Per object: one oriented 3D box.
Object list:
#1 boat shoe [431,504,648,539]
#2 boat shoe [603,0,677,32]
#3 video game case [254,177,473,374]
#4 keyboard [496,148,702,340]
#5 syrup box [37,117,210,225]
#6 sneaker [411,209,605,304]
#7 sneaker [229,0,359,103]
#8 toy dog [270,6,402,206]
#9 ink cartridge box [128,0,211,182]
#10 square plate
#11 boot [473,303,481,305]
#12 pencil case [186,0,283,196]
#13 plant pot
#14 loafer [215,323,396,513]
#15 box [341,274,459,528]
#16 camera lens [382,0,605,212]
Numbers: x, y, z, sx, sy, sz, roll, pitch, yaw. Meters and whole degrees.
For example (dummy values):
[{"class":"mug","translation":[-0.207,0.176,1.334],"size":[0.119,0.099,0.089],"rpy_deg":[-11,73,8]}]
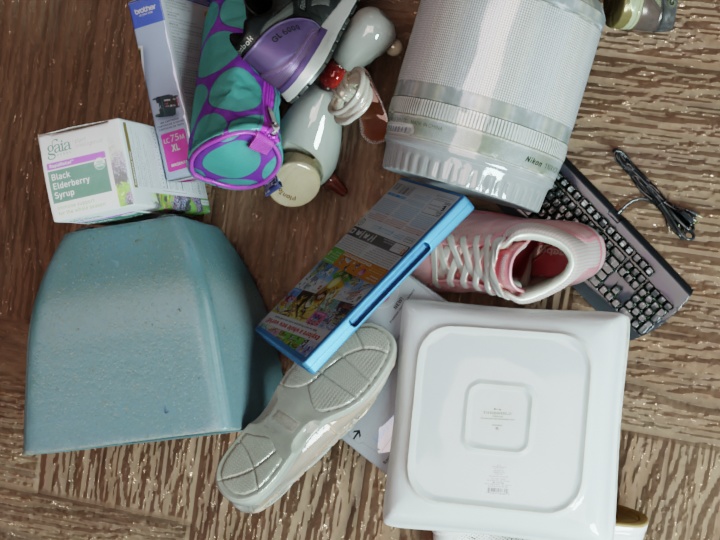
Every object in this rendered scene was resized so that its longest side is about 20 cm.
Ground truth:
[{"class":"boat shoe","translation":[0.163,0.248,1.320],"size":[0.199,0.071,0.070],"rpy_deg":[-4,93,21]},{"class":"boat shoe","translation":[0.259,-0.305,1.283],"size":[0.066,0.072,0.202],"rpy_deg":[12,81,-16]},{"class":"video game case","translation":[0.000,0.000,1.291],"size":[0.200,0.143,0.018],"rpy_deg":[-46,112,-8]},{"class":"keyboard","translation":[0.224,-0.043,1.319],"size":[0.127,0.021,0.200],"rpy_deg":[-45,82,11]},{"class":"syrup box","translation":[-0.212,-0.086,1.331],"size":[0.078,0.200,0.082],"rpy_deg":[-12,89,13]},{"class":"sneaker","translation":[0.111,-0.013,1.298],"size":[0.199,0.105,0.076],"rpy_deg":[0,99,21]},{"class":"sneaker","translation":[-0.054,-0.241,1.292],"size":[0.087,0.200,0.076],"rpy_deg":[36,130,-14]},{"class":"toy dog","translation":[-0.016,-0.136,1.334],"size":[0.200,0.096,0.132],"rpy_deg":[-39,40,40]},{"class":"ink cartridge box","translation":[-0.162,-0.182,1.358],"size":[0.042,0.119,0.201],"rpy_deg":[-11,89,19]},{"class":"square plate","translation":[0.121,0.126,1.234],"size":[0.199,0.028,0.199],"rpy_deg":[3,80,16]},{"class":"boot","translation":[0.135,0.136,1.320],"size":[0.130,0.068,0.201],"rpy_deg":[17,93,15]},{"class":"pencil case","translation":[-0.104,-0.166,1.313],"size":[0.092,0.085,0.201],"rpy_deg":[-21,48,26]},{"class":"plant pot","translation":[-0.189,0.057,1.342],"size":[0.196,0.196,0.201],"rpy_deg":[-8,83,14]},{"class":"loafer","translation":[-0.044,0.129,1.265],"size":[0.072,0.063,0.200],"rpy_deg":[39,76,26]},{"class":"box","translation":[0.056,0.107,1.291],"size":[0.200,0.041,0.156],"rpy_deg":[36,91,18]},{"class":"camera lens","translation":[0.114,-0.166,1.265],"size":[0.159,0.160,0.201],"rpy_deg":[17,92,13]}]
